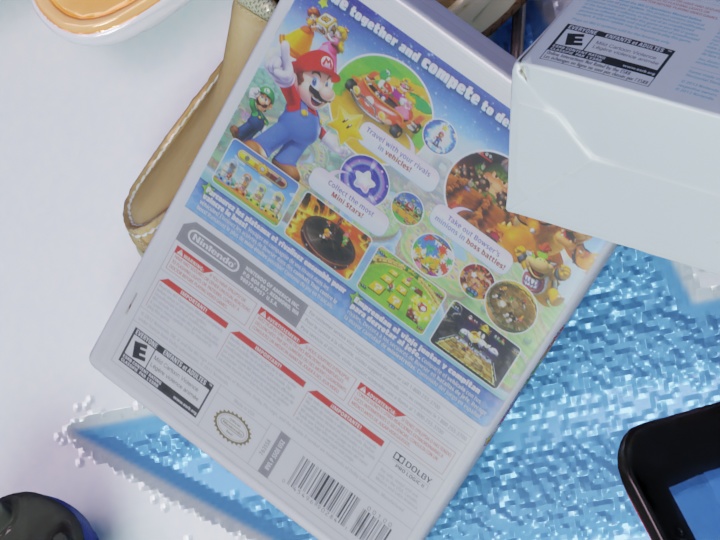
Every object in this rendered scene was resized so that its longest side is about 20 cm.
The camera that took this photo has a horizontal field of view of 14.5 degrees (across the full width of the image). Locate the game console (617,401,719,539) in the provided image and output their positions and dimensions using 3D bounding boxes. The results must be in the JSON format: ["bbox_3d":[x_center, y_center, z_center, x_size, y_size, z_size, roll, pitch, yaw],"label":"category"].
[{"bbox_3d":[0.210,0.104,0.913,0.172,0.119,0.201,-31,74,14],"label":"game console"}]

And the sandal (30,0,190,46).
[{"bbox_3d":[-0.045,-0.164,1.062,0.207,0.059,0.079,-44,76,0],"label":"sandal"}]

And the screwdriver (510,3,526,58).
[{"bbox_3d":[0.062,-0.082,1.048,0.029,0.028,0.201,10,78,-8],"label":"screwdriver"}]

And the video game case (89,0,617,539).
[{"bbox_3d":[0.000,0.000,1.000,0.143,0.018,0.200,37,122,9],"label":"video game case"}]

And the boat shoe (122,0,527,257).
[{"bbox_3d":[-0.024,-0.084,1.036,0.200,0.076,0.072,-44,39,10],"label":"boat shoe"}]

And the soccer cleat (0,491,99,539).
[{"bbox_3d":[-0.155,0.175,1.042,0.065,0.084,0.201,27,77,14],"label":"soccer cleat"}]

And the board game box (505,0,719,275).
[{"bbox_3d":[0.155,-0.074,0.920,0.147,0.200,0.064,18,131,22],"label":"board game box"}]
